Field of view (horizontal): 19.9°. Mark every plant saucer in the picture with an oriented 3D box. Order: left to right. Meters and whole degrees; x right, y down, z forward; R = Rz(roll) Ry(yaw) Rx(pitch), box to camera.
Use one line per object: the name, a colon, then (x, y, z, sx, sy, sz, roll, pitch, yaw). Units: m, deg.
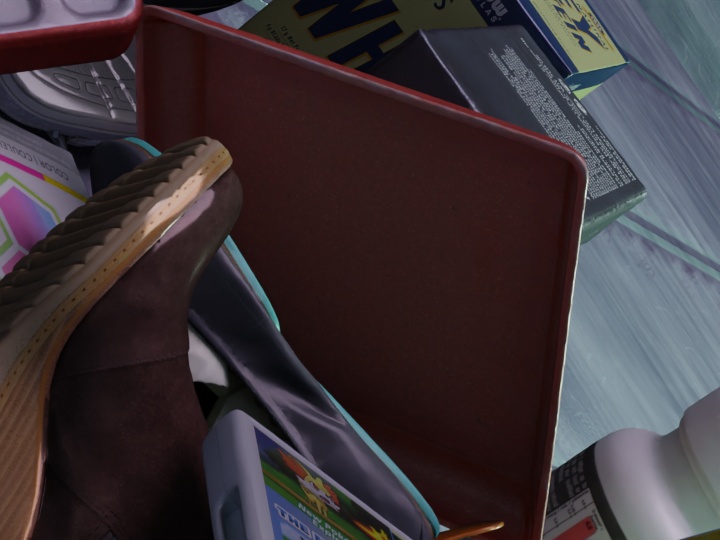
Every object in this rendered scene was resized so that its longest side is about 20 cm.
plant saucer: (0.000, 0.000, 0.833, 0.199, 0.200, 0.037, 21, 39, 23)

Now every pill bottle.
pill bottle: (0.115, 0.145, 0.952, 0.116, 0.200, 0.116, 46, 20, -22)

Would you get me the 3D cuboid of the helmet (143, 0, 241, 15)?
helmet: (-0.107, -0.224, 1.073, 0.200, 0.200, 0.191, 43, 19, -30)

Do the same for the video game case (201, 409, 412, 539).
video game case: (0.036, 0.144, 0.615, 0.200, 0.022, 0.182, 39, 13, -21)

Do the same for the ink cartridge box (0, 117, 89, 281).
ink cartridge box: (-0.130, 0.031, 0.775, 0.104, 0.059, 0.201, 27, 32, -55)

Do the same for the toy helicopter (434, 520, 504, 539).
toy helicopter: (-0.006, 0.156, 0.792, 0.199, 0.079, 0.133, 14, 73, -37)

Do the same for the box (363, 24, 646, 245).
box: (0.015, -0.017, 1.001, 0.118, 0.196, 0.200, 54, 18, 4)

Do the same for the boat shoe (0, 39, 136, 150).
boat shoe: (-0.126, -0.088, 1.009, 0.075, 0.065, 0.202, 58, 22, 6)

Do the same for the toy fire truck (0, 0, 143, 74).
toy fire truck: (-0.195, -0.143, 0.770, 0.199, 0.112, 0.169, -12, 68, -30)

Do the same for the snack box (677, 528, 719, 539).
snack box: (0.141, 0.197, 0.735, 0.068, 0.168, 0.201, 11, 62, -52)

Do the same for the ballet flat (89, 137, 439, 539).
ballet flat: (-0.049, 0.045, 0.746, 0.200, 0.073, 0.073, 53, 18, -7)

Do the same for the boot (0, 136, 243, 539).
boot: (-0.066, 0.075, 0.693, 0.166, 0.200, 0.072, 45, -21, -20)

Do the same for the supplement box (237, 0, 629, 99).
supplement box: (0.026, -0.113, 1.194, 0.135, 0.199, 0.200, 54, 18, 3)
